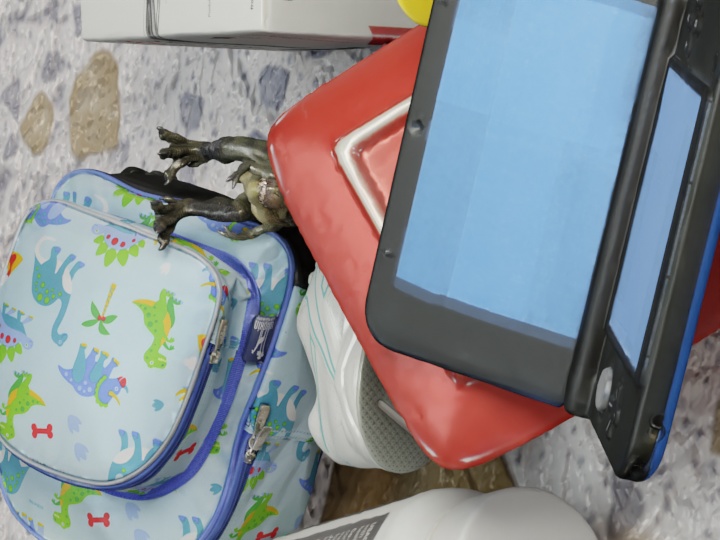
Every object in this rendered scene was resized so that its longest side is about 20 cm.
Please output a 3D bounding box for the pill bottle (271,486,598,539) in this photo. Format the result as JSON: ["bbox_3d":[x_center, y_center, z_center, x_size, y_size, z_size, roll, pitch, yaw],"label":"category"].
[{"bbox_3d":[0.026,0.171,1.397,0.200,0.113,0.113,-23,65,53],"label":"pill bottle"}]

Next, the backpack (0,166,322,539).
[{"bbox_3d":[-0.110,0.058,1.483,0.183,0.147,0.201,19,99,34],"label":"backpack"}]

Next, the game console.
[{"bbox_3d":[0.079,-0.036,1.161,0.171,0.118,0.201,-99,21,-78],"label":"game console"}]

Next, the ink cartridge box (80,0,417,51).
[{"bbox_3d":[-0.045,-0.164,1.535,0.200,0.144,0.084,6,95,56],"label":"ink cartridge box"}]

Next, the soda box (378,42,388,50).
[{"bbox_3d":[0.044,-0.017,1.452,0.070,0.063,0.200,-48,47,40],"label":"soda box"}]

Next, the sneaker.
[{"bbox_3d":[0.000,0.000,1.396,0.080,0.070,0.201,-9,76,57],"label":"sneaker"}]

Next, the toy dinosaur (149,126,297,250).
[{"bbox_3d":[-0.059,-0.048,1.415,0.200,0.088,0.048,-84,-14,-71],"label":"toy dinosaur"}]

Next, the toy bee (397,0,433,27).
[{"bbox_3d":[0.022,-0.164,1.271,0.199,0.109,0.131,-19,50,20],"label":"toy bee"}]

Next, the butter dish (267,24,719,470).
[{"bbox_3d":[0.090,-0.021,1.322,0.200,0.148,0.200,-31,69,7],"label":"butter dish"}]
